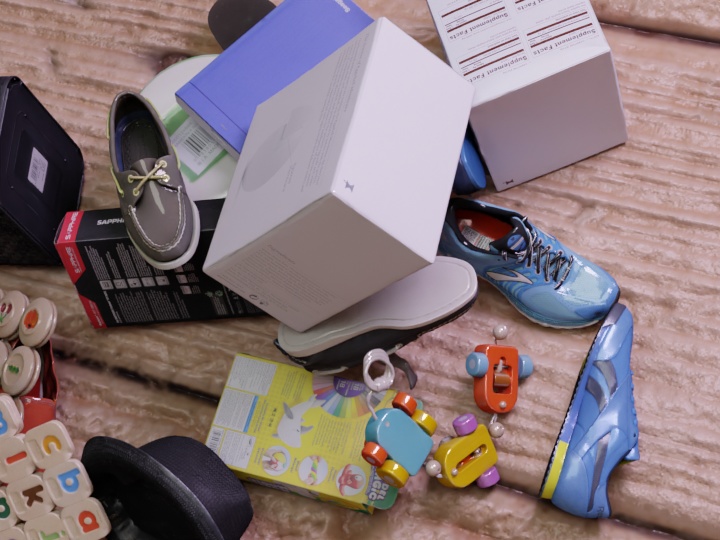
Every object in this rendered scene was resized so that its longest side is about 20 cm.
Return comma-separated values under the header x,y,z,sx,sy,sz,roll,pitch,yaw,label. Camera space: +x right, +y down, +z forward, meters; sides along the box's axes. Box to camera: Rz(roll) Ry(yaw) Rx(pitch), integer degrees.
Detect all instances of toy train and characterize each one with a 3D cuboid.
x,y,z,sx,sy,sz,roll,pitch,yaw,label
0.071,0.128,1.532,0.055,0.198,0.152,-6,85,55,toy train

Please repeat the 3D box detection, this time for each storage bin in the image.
x,y,z,sx,sy,sz,roll,pitch,yaw,label
-0.367,-0.099,1.685,0.093,0.200,0.137,1,68,14,storage bin

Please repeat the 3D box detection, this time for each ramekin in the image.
x,y,z,sx,sy,sz,roll,pitch,yaw,label
-0.151,-0.123,1.697,0.197,0.098,0.202,-5,67,12,ramekin

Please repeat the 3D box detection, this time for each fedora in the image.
x,y,z,sx,sy,sz,roll,pitch,yaw,label
-0.171,0.217,1.551,0.200,0.202,0.091,33,49,24,fedora

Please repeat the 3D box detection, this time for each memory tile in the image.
x,y,z,sx,sy,sz,roll,pitch,yaw,label
-0.384,0.089,1.662,0.199,0.017,0.155,11,80,45,memory tile

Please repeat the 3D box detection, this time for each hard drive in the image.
x,y,z,sx,sy,sz,roll,pitch,yaw,label
-0.068,-0.194,1.642,0.200,0.025,0.132,-42,71,-16,hard drive

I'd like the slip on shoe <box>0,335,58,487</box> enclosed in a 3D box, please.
x,y,z,sx,sy,sz,roll,pitch,yaw,label
-0.333,0.149,1.643,0.061,0.073,0.202,-37,50,48,slip on shoe

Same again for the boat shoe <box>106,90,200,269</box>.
x,y,z,sx,sy,sz,roll,pitch,yaw,label
-0.205,-0.089,1.588,0.071,0.061,0.203,-20,52,0,boat shoe

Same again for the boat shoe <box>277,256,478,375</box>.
x,y,z,sx,sy,sz,roll,pitch,yaw,label
0.022,0.047,1.523,0.198,0.060,0.074,-22,50,15,boat shoe

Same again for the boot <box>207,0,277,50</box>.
x,y,z,sx,sy,sz,roll,pitch,yaw,label
-0.084,-0.226,1.740,0.199,0.075,0.074,37,85,31,boot

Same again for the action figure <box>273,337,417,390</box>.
x,y,z,sx,sy,sz,roll,pitch,yaw,label
0.000,0.000,1.610,0.192,0.105,0.202,23,76,12,action figure

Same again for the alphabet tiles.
x,y,z,sx,sy,sz,roll,pitch,yaw,label
-0.333,0.224,1.584,0.194,0.015,0.202,-23,93,29,alphabet tiles

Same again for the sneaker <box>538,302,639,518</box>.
x,y,z,sx,sy,sz,roll,pitch,yaw,label
0.229,0.131,1.522,0.078,0.066,0.202,18,74,8,sneaker

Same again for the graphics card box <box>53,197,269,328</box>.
x,y,z,sx,sy,sz,roll,pitch,yaw,label
-0.190,-0.007,1.643,0.197,0.126,0.051,-4,43,14,graphics card box

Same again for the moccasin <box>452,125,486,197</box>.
x,y,z,sx,sy,sz,roll,pitch,yaw,label
0.080,-0.116,1.618,0.067,0.081,0.200,-20,20,7,moccasin

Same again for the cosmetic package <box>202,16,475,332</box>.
x,y,z,sx,sy,sz,roll,pitch,yaw,label
-0.017,-0.082,1.475,0.199,0.122,0.201,-29,37,48,cosmetic package

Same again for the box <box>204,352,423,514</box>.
x,y,z,sx,sy,sz,roll,pitch,yaw,label
-0.043,0.158,1.585,0.198,0.048,0.119,12,72,21,box

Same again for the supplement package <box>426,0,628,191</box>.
x,y,z,sx,sy,sz,roll,pitch,yaw,label
0.155,-0.224,1.609,0.146,0.191,0.202,-21,65,6,supplement package

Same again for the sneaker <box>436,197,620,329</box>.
x,y,z,sx,sy,sz,roll,pitch,yaw,label
0.154,-0.009,1.572,0.198,0.090,0.079,25,76,10,sneaker
